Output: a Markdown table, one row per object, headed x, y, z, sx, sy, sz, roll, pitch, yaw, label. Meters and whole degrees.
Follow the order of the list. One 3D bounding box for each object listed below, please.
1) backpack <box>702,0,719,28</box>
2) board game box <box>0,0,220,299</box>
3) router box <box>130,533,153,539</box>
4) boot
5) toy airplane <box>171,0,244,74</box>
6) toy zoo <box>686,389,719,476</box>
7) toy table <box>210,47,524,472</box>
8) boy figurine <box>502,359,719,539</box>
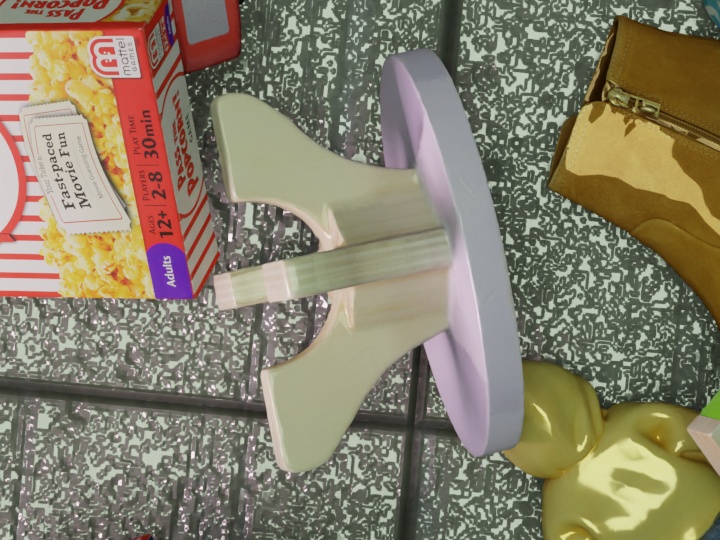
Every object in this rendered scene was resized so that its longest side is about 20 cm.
| x | y | z | sx | sy | sz | roll | pitch | yaw | label |
| --- | --- | --- | --- | --- | --- | --- | --- | --- | --- |
| 0.260 | -0.142 | 1.377 | 0.200 | 0.154 | 0.164 | 35 | 76 | -15 | backpack |
| -0.180 | -0.062 | 1.389 | 0.199 | 0.046 | 0.152 | 0 | 122 | 17 | board game box |
| -0.154 | 0.256 | 1.408 | 0.178 | 0.049 | 0.201 | -21 | 96 | 7 | router box |
| 0.160 | -0.018 | 1.412 | 0.143 | 0.071 | 0.203 | 14 | 78 | -6 | boot |
| -0.108 | -0.224 | 1.385 | 0.198 | 0.141 | 0.201 | 29 | 79 | -7 | toy airplane |
| 0.257 | 0.051 | 1.389 | 0.200 | 0.020 | 0.131 | -47 | 119 | -19 | toy zoo |
| 0.000 | 0.000 | 1.382 | 0.116 | 0.184 | 0.201 | -12 | 79 | -13 | toy table |
| 0.139 | 0.121 | 1.427 | 0.200 | 0.064 | 0.125 | 36 | 93 | 1 | boy figurine |
